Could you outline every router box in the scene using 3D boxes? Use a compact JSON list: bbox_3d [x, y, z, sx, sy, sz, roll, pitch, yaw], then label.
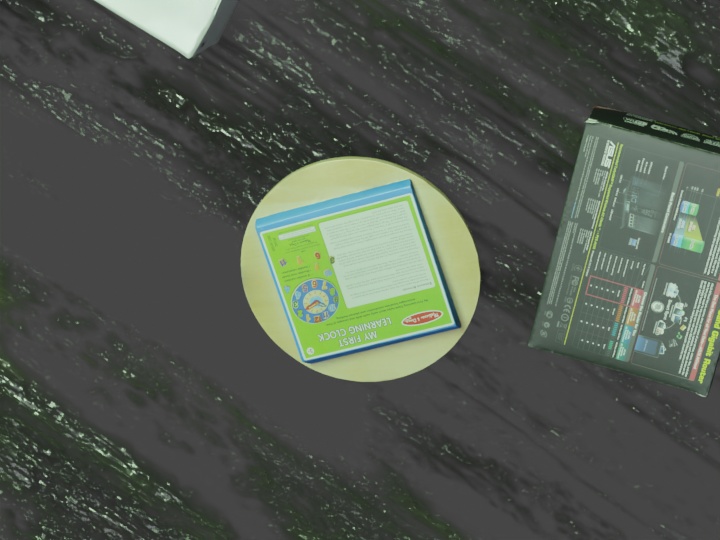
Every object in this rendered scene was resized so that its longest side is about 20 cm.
[{"bbox_3d":[0.230,-0.017,1.659,0.150,0.062,0.200,16,109,9],"label":"router box"}]

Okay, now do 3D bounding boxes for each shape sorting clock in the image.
[{"bbox_3d":[0.000,0.000,1.730,0.200,0.039,0.200,4,110,10],"label":"shape sorting clock"}]

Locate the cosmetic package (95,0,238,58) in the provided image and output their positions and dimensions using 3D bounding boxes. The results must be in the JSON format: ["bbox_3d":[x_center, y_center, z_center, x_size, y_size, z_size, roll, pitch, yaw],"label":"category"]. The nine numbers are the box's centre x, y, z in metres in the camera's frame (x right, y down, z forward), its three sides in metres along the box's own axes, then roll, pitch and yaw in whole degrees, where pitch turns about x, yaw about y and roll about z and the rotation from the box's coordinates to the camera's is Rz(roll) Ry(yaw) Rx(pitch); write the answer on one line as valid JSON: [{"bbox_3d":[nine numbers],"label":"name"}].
[{"bbox_3d":[-0.183,-0.270,1.674,0.200,0.081,0.113,32,111,1],"label":"cosmetic package"}]
